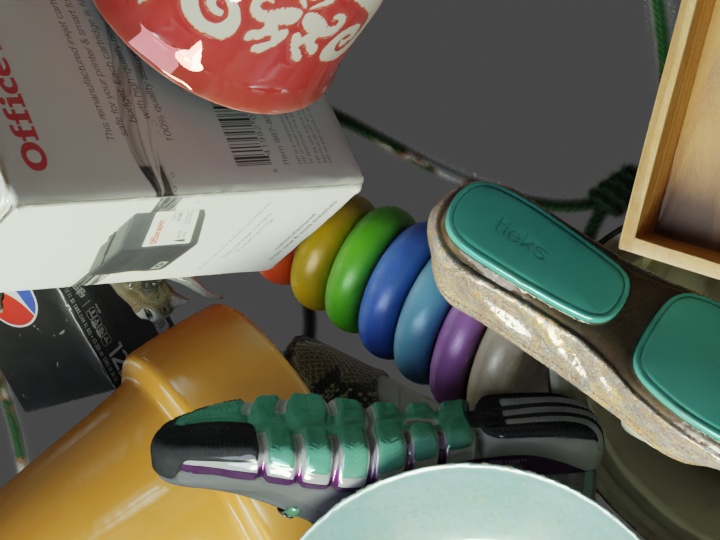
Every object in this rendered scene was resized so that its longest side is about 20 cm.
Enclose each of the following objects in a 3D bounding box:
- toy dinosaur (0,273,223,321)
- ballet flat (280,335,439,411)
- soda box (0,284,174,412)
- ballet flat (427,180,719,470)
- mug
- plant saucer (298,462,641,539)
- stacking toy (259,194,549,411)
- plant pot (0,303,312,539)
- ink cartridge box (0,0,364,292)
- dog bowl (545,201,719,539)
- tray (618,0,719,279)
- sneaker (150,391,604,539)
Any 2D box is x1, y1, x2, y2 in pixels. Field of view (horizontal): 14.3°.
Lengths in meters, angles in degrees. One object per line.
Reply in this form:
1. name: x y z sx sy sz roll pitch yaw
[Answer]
1. toy dinosaur: -0.148 -0.028 1.339 0.102 0.200 0.077 -19 69 12
2. ballet flat: 0.025 0.108 1.423 0.075 0.068 0.200 -14 119 13
3. soda box: -0.177 -0.032 1.445 0.071 0.063 0.200 -15 110 38
4. ballet flat: 0.114 0.033 1.226 0.200 0.068 0.067 37 150 12
5. mug: -0.033 -0.185 1.205 0.177 0.133 0.200 19 133 -28
6. plant saucer: 0.052 0.180 1.236 0.201 0.039 0.201 1 95 13
7. stacking toy: 0.000 0.000 1.353 0.200 0.085 0.085 26 129 20
8. plant pot: -0.098 0.146 1.378 0.200 0.183 0.200 54 164 23
9. ink cartridge box: -0.118 -0.073 1.264 0.084 0.200 0.145 -41 65 40
10. dog bowl: 0.187 0.043 1.270 0.200 0.074 0.200 15 125 22
11. tray: 0.179 -0.092 1.162 0.099 0.037 0.200 18 102 20
12. sneaker: 0.007 0.104 1.269 0.200 0.074 0.088 0 107 2
